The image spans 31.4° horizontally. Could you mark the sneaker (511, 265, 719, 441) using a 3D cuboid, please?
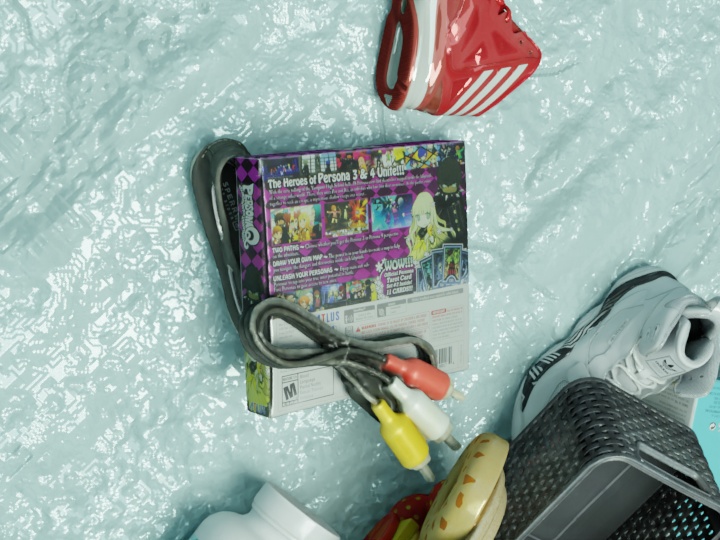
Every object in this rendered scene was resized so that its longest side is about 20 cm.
[{"bbox_3d":[0.207,0.083,1.018,0.075,0.115,0.200,44,82,-19],"label":"sneaker"}]

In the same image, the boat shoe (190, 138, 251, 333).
[{"bbox_3d":[-0.071,0.000,0.937,0.067,0.057,0.201,-26,105,-15],"label":"boat shoe"}]

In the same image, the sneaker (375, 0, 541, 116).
[{"bbox_3d":[0.085,-0.213,0.964,0.115,0.078,0.201,7,108,-29],"label":"sneaker"}]

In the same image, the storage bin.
[{"bbox_3d":[0.167,0.197,0.989,0.135,0.094,0.200,28,118,-21],"label":"storage bin"}]

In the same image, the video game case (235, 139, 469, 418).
[{"bbox_3d":[0.000,0.000,0.939,0.199,0.036,0.182,-10,103,-40],"label":"video game case"}]

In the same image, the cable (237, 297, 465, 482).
[{"bbox_3d":[0.004,0.062,0.893,0.200,0.050,0.098,42,58,-36],"label":"cable"}]

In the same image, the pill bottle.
[{"bbox_3d":[-0.101,0.255,0.935,0.111,0.111,0.200,39,83,-20],"label":"pill bottle"}]

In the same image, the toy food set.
[{"bbox_3d":[0.035,0.212,0.935,0.049,0.200,0.198,40,65,-4],"label":"toy food set"}]

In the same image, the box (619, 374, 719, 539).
[{"bbox_3d":[0.260,0.181,1.070,0.049,0.082,0.201,8,95,-21],"label":"box"}]

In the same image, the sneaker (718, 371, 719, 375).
[{"bbox_3d":[0.346,0.105,1.092,0.074,0.079,0.201,26,90,-23],"label":"sneaker"}]
